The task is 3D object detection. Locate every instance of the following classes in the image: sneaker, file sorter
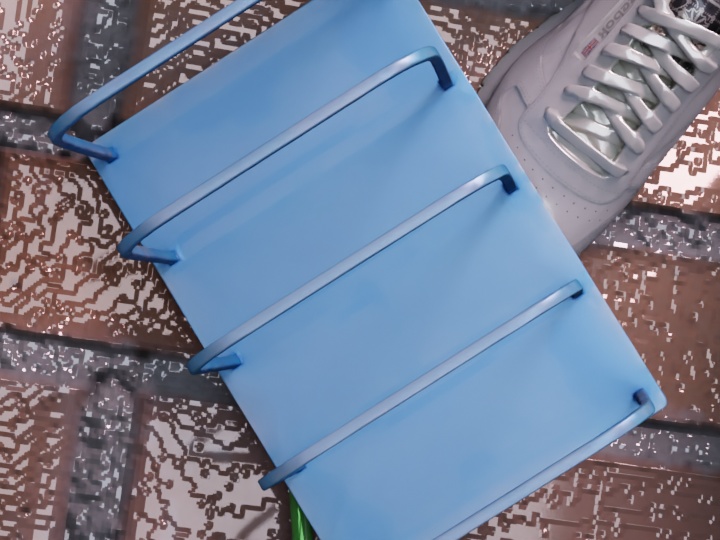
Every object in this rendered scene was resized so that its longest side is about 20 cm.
[{"bbox_3d":[0.105,-0.079,0.837,0.076,0.080,0.200,37,84,-9],"label":"sneaker"},{"bbox_3d":[0.000,0.000,0.766,0.138,0.123,0.201,-32,86,4],"label":"file sorter"}]

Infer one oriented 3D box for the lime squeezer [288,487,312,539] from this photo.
[{"bbox_3d":[-0.043,0.158,0.827,0.070,0.038,0.201,24,83,24],"label":"lime squeezer"}]
